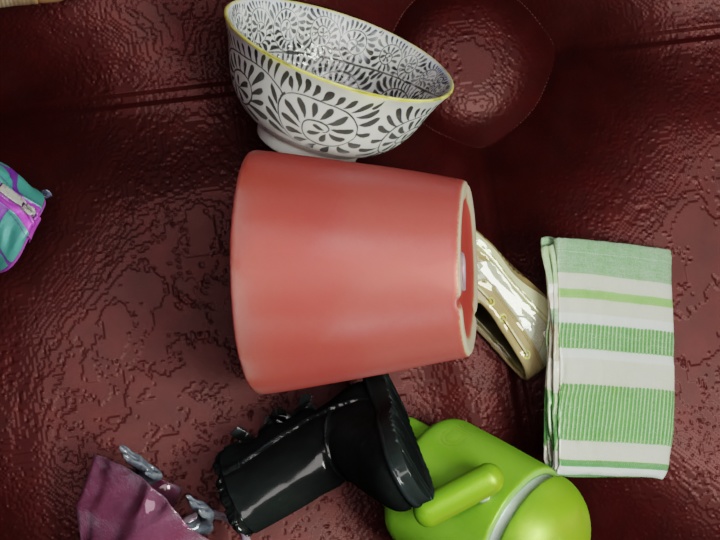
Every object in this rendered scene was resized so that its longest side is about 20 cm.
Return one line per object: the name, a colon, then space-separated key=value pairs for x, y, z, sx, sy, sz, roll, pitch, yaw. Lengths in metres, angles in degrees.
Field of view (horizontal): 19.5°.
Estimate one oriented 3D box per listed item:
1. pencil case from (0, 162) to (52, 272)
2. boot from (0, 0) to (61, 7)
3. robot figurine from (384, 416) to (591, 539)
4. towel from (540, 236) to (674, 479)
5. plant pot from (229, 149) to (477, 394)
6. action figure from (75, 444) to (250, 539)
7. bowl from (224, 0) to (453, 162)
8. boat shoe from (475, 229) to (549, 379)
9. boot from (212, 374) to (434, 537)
pencil case: x=-0.341 y=-0.090 z=1.686 sx=0.200 sy=0.092 sz=0.085 roll=45 pitch=48 yaw=-28
boot: x=-0.273 y=-0.326 z=1.764 sx=0.155 sy=0.077 sz=0.201 roll=-15 pitch=88 yaw=-8
robot figurine: x=0.101 y=0.197 z=1.711 sx=0.200 sy=0.176 sz=0.116 roll=27 pitch=73 yaw=29
towel: x=0.210 y=0.076 z=1.780 sx=0.152 sy=0.023 sz=0.201 roll=6 pitch=79 yaw=-38
plant pot: x=0.000 y=0.000 z=1.680 sx=0.177 sy=0.200 sz=0.201 roll=-1 pitch=83 yaw=9
action figure: x=-0.213 y=0.248 z=1.709 sx=0.149 sy=0.134 sz=0.200 roll=32 pitch=92 yaw=-45
bowl: x=-0.031 y=-0.144 z=1.743 sx=0.200 sy=0.201 sz=0.094 roll=17 pitch=112 yaw=-6
boat shoe: x=0.090 y=0.013 z=1.776 sx=0.200 sy=0.074 sz=0.066 roll=40 pitch=74 yaw=-2
boot: x=-0.034 y=0.161 z=1.667 sx=0.162 sy=0.198 sz=0.073 roll=-28 pitch=113 yaw=4
